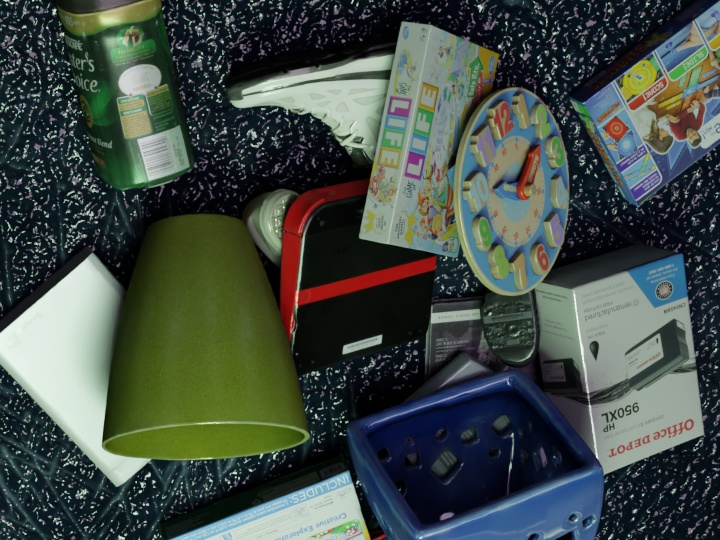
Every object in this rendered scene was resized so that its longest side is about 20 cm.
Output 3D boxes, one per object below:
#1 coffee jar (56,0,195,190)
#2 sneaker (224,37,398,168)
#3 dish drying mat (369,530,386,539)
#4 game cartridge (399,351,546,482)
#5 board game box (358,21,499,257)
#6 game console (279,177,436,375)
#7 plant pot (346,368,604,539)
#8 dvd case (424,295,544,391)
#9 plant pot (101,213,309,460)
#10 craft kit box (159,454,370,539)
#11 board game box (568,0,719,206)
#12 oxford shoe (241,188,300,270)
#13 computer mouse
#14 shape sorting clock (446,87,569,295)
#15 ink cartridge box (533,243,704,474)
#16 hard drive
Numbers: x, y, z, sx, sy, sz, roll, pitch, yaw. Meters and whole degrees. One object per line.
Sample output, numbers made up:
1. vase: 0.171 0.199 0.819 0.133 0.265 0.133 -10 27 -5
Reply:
1. coffee jar: -0.208 -0.179 1.503 0.085 0.104 0.201 -17 112 -18
2. sneaker: -0.025 -0.145 1.600 0.199 0.076 0.116 -12 109 -20
3. dish drying mat: 0.012 0.372 1.819 0.076 0.018 0.201 -18 113 -16
4. game cartridge: 0.123 0.184 1.773 0.133 0.041 0.200 -37 117 -1
5. board game box: 0.065 -0.119 1.606 0.134 0.034 0.202 8 93 -58
6. game console: 0.000 0.000 1.647 0.199 0.031 0.178 -14 119 -43
7. plant pot: 0.114 0.239 1.666 0.199 0.200 0.181 -17 120 -14
8. dvd case: 0.136 0.121 1.785 0.148 0.016 0.201 -5 110 -18
9. plant pot: -0.144 0.058 1.561 0.186 0.187 0.202 3 73 -22
10. craft kit box: -0.079 0.310 1.738 0.199 0.049 0.199 -19 111 -7
11. board game box: 0.324 -0.178 1.746 0.200 0.034 0.136 -36 117 -7
12. oxford shoe: -0.047 -0.012 1.651 0.200 0.058 0.075 49 64 -41
13. computer mouse: 0.147 -0.001 1.730 0.058 0.034 0.202 -5 98 13
14. shape sorting clock: 0.151 -0.076 1.659 0.199 0.039 0.202 3 86 -50
15. ink cartridge box: 0.264 0.090 1.761 0.144 0.084 0.201 -17 105 -26
16. hard drive: -0.243 0.093 1.623 0.132 0.026 0.200 -41 117 -5
